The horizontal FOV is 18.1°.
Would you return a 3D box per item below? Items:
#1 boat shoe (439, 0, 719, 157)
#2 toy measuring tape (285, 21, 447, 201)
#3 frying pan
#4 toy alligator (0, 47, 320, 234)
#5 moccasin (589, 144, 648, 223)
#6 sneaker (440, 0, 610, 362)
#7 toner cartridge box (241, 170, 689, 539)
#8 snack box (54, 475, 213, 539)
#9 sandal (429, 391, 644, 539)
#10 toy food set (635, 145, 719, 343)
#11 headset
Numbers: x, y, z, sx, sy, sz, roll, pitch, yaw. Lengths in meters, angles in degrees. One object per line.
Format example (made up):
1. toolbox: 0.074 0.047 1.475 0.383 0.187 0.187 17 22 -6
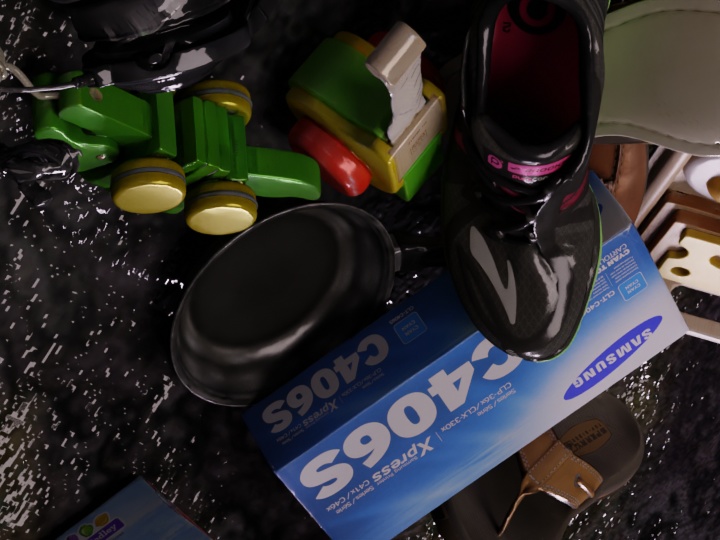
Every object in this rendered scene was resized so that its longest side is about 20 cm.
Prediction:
1. boat shoe: 0.127 -0.087 0.998 0.059 0.199 0.072 -30 108 -51
2. toy measuring tape: -0.001 -0.077 0.951 0.074 0.073 0.200 -49 169 -7
3. frying pan: -0.006 -0.009 1.026 0.189 0.031 0.115 -35 140 -5
4. toy alligator: -0.101 -0.053 0.915 0.199 0.060 0.054 17 148 -43
5. moccasin: 0.084 -0.019 1.111 0.077 0.074 0.202 -18 139 -46
6. sneaker: 0.065 -0.049 0.957 0.084 0.076 0.202 -61 152 -61
7. toner cartridge box: 0.051 0.048 1.066 0.199 0.043 0.095 -35 139 1
8. snack box: -0.128 0.223 1.065 0.168 0.068 0.201 -35 136 -23
9. sandal: 0.100 0.101 1.170 0.200 0.082 0.055 -23 160 -52
10. toy food set: 0.203 -0.009 1.124 0.200 0.142 0.061 117 -12 -64
11. headset: -0.085 -0.111 0.834 0.124 0.094 0.201 49 64 -33
